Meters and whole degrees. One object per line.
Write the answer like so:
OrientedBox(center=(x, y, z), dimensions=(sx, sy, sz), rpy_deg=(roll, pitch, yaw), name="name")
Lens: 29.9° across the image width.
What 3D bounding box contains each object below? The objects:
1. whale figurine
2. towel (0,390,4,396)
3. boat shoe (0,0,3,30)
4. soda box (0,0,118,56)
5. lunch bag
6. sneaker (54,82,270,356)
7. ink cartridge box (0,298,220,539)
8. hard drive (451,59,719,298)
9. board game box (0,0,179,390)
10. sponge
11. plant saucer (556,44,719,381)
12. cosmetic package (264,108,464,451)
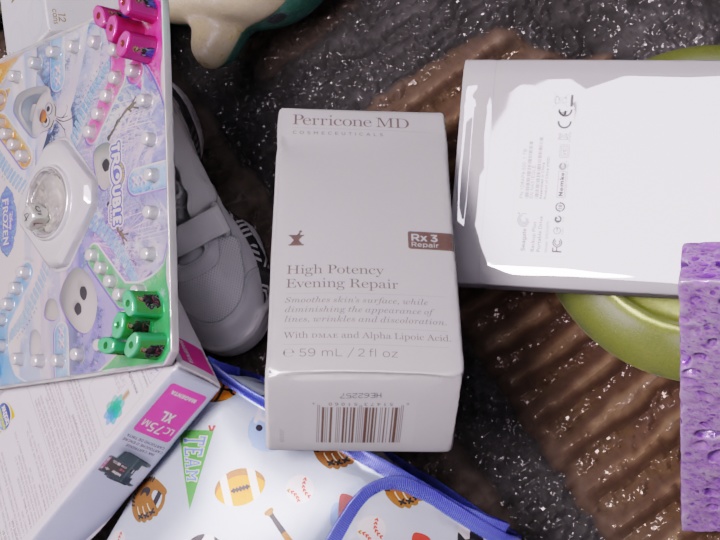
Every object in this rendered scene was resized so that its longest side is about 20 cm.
OrientedBox(center=(-0.091, -0.200, 0.865), dimensions=(0.200, 0.104, 0.160), rpy_deg=(-22, 72, 37), name="whale figurine")
OrientedBox(center=(-0.237, 0.043, 0.876), dimensions=(0.199, 0.048, 0.172), rpy_deg=(-14, 79, 14), name="towel")
OrientedBox(center=(-0.291, -0.193, 0.919), dimensions=(0.199, 0.076, 0.074), rpy_deg=(-12, 91, 5), name="boat shoe")
OrientedBox(center=(-0.193, -0.226, 0.856), dimensions=(0.068, 0.064, 0.201), rpy_deg=(-27, 69, 51), name="soda box")
OrientedBox(center=(-0.033, 0.168, 0.748), dimensions=(0.200, 0.124, 0.170), rpy_deg=(30, 89, 16), name="lunch bag")
OrientedBox(center=(-0.124, -0.043, 0.820), dimensions=(0.075, 0.115, 0.200), rpy_deg=(-27, 73, 11), name="sneaker")
OrientedBox(center=(-0.168, 0.096, 0.768), dimensions=(0.200, 0.042, 0.119), rpy_deg=(-48, 40, 12), name="ink cartridge box")
OrientedBox(center=(0.152, -0.052, 0.752), dimensions=(0.199, 0.027, 0.132), rpy_deg=(3, 81, 17), name="hard drive")
OrientedBox(center=(-0.177, -0.038, 0.760), dimensions=(0.200, 0.026, 0.201), rpy_deg=(-11, 78, 43), name="board game box")
OrientedBox(center=(0.213, 0.066, 0.661), dimensions=(0.111, 0.200, 0.030), rpy_deg=(2, 46, 16), name="sponge")
OrientedBox(center=(0.197, -0.037, 0.767), dimensions=(0.199, 0.031, 0.201), rpy_deg=(-4, 78, 17), name="plant saucer")
OrientedBox(center=(0.000, 0.000, 0.738), dimensions=(0.101, 0.074, 0.200), rpy_deg=(1, 48, -3), name="cosmetic package")
